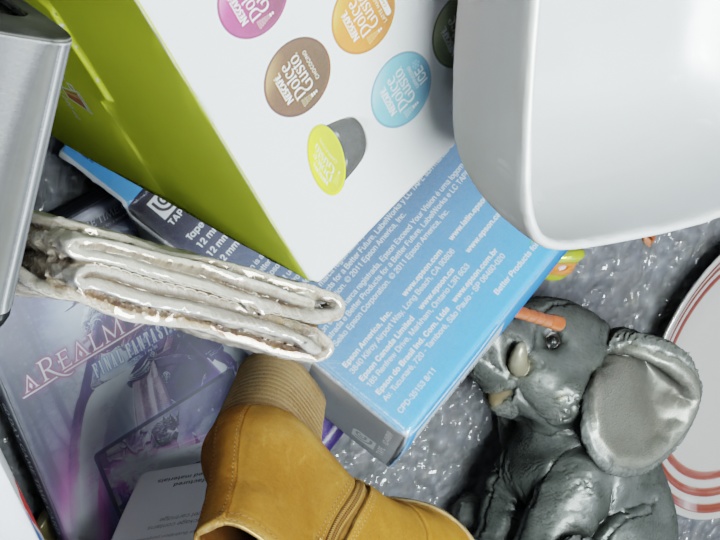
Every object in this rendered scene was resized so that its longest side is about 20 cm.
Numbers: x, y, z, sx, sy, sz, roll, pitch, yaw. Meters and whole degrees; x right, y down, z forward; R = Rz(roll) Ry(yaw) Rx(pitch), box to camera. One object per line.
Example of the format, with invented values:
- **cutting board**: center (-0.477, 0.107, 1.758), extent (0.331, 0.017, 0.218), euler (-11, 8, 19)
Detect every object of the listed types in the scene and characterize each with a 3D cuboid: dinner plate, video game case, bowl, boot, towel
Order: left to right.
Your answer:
- **towel**: center (-0.106, 0.000, 0.845), extent (0.132, 0.200, 0.035), euler (16, 88, -32)
- **video game case**: center (-0.096, 0.055, 1.001), extent (0.142, 0.019, 0.201), euler (-32, 120, -26)
- **boot**: center (-0.005, 0.141, 0.891), extent (0.070, 0.144, 0.202), euler (-28, 115, 20)
- **bowl**: center (0.110, -0.121, 0.799), extent (0.199, 0.074, 0.201), euler (-15, 119, -39)
- **dinner plate**: center (0.237, 0.058, 1.318), extent (0.199, 0.024, 0.202), euler (-20, 123, -33)

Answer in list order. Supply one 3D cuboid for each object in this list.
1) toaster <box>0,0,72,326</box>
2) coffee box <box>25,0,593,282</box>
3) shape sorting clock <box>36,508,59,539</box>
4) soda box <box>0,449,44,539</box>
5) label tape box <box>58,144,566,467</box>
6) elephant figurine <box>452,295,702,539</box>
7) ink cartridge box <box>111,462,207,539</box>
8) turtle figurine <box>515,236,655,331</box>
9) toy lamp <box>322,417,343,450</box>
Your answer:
- **toaster**: center (-0.213, -0.057, 0.730), extent (0.180, 0.200, 0.119), euler (7, 107, -34)
- **coffee box**: center (-0.051, -0.154, 0.829), extent (0.198, 0.200, 0.200), euler (-45, 133, -16)
- **shape sorting clock**: center (-0.090, 0.166, 1.069), extent (0.199, 0.039, 0.202), euler (-9, 106, -34)
- **soda box**: center (-0.159, 0.154, 0.951), extent (0.063, 0.068, 0.201), euler (-27, 117, -9)
- **label tape box**: center (-0.016, -0.032, 0.968), extent (0.143, 0.200, 0.066), euler (-49, 171, -18)
- **elephant figurine**: center (0.114, 0.077, 1.156), extent (0.155, 0.140, 0.202), euler (-5, 100, -71)
- **ink cartridge box**: center (-0.065, 0.201, 0.933), extent (0.200, 0.084, 0.145), euler (-68, 141, -52)
- **turtle figurine**: center (0.100, -0.064, 1.094), extent (0.200, 0.064, 0.163), euler (-22, 114, -56)
- **toy lamp**: center (0.000, 0.000, 1.022), extent (0.058, 0.058, 0.201), euler (42, 64, -45)
